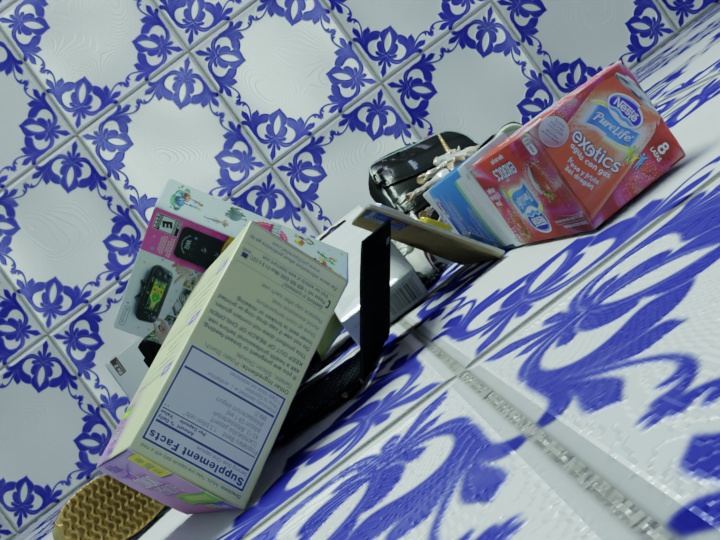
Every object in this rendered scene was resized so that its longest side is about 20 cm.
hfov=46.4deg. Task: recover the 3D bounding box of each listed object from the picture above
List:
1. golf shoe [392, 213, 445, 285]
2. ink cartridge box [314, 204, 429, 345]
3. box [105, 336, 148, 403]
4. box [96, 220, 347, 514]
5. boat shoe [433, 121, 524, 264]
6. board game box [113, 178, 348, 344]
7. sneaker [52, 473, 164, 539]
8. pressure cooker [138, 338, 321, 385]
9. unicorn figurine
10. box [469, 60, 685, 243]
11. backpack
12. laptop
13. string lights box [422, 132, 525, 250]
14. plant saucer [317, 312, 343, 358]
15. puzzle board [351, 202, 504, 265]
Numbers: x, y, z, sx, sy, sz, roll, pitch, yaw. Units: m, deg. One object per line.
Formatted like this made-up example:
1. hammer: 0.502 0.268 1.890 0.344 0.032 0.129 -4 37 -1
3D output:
1. golf shoe: 0.064 -0.016 1.156 0.077 0.089 0.200 -34 4 22
2. ink cartridge box: 0.000 0.000 1.077 0.108 0.051 0.200 -36 33 1
3. box: -0.302 0.176 1.487 0.199 0.200 0.131 -35 3 18
4. box: -0.119 0.089 0.703 0.176 0.096 0.202 -34 28 60
5. boat shoe: 0.152 -0.102 1.073 0.066 0.074 0.201 -87 21 -67
6. board game box: -0.129 0.019 0.851 0.065 0.198 0.149 -92 26 -60
7. sneaker: -0.244 0.243 0.897 0.199 0.075 0.090 -30 -12 -47
8. pressure cooker: -0.166 0.089 1.010 0.175 0.201 0.179 -38 0 28
9. unicorn figurine: 0.127 -0.135 1.178 0.137 0.074 0.200 -38 16 -19
10. box: 0.180 -0.094 0.738 0.099 0.096 0.200 -37 2 -6
11. backpack: 0.131 -0.135 1.431 0.199 0.178 0.151 -30 -28 -9
12. laptop: -0.033 0.060 0.802 0.199 0.104 0.177 -36 1 14
13. string lights box: 0.139 -0.075 0.935 0.059 0.103 0.200 -38 2 -8
14. plant saucer: -0.066 0.089 1.175 0.200 0.031 0.200 -49 12 14
15. puzzle board: 0.069 -0.041 0.949 0.200 0.149 0.018 158 132 -84
